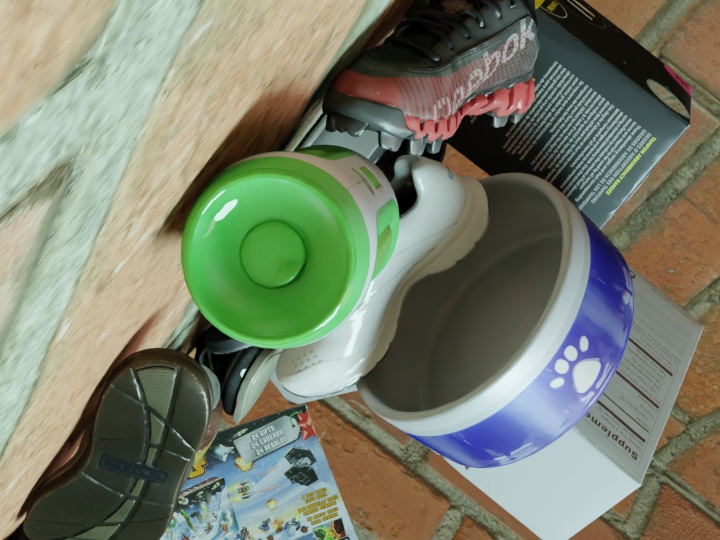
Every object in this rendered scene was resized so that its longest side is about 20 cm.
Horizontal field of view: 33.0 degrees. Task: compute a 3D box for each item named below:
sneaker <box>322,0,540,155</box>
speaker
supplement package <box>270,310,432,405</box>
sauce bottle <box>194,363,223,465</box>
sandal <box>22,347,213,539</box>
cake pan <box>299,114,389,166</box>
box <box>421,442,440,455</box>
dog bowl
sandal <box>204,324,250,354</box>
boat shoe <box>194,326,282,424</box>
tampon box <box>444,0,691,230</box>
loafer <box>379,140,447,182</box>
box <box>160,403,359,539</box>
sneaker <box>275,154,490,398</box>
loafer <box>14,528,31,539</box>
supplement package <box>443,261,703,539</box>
[{"bbox_3d":[0.046,-0.125,0.693,0.200,0.071,0.098,-26,133,-53],"label":"sneaker"},{"bbox_3d":[-0.028,-0.017,0.587,0.089,0.088,0.200,-52,180,9],"label":"speaker"},{"bbox_3d":[-0.002,0.028,1.053,0.200,0.110,0.114,-18,-155,46],"label":"supplement package"},{"bbox_3d":[-0.138,0.111,0.929,0.066,0.066,0.200,-52,178,-24],"label":"sauce bottle"},{"bbox_3d":[-0.140,0.106,0.720,0.055,0.081,0.200,-86,-160,-49],"label":"sandal"},{"bbox_3d":[-0.014,-0.071,0.817,0.201,0.037,0.200,-53,180,0],"label":"cake pan"},{"bbox_3d":[0.106,0.058,1.000,0.200,0.036,0.144,-51,179,-4],"label":"box"},{"bbox_3d":[0.091,0.034,0.862,0.200,0.079,0.201,-34,-144,29],"label":"dog bowl"},{"bbox_3d":[-0.055,-0.002,0.923,0.075,0.045,0.200,-3,-150,41],"label":"sandal"},{"bbox_3d":[-0.104,0.076,0.969,0.072,0.067,0.200,-58,-175,-8],"label":"boat shoe"},{"bbox_3d":[0.145,-0.144,0.959,0.126,0.200,0.150,-52,180,25],"label":"tampon box"},{"bbox_3d":[0.035,-0.103,1.043,0.200,0.076,0.068,-52,174,-47],"label":"loafer"},{"bbox_3d":[-0.116,0.211,1.055,0.199,0.137,0.040,-15,164,-25],"label":"box"},{"bbox_3d":[0.000,0.000,0.852,0.200,0.087,0.074,-53,-136,5],"label":"sneaker"},{"bbox_3d":[-0.212,0.204,0.807,0.072,0.073,0.200,-43,174,21],"label":"loafer"},{"bbox_3d":[0.173,0.095,0.970,0.117,0.117,0.200,-51,180,45],"label":"supplement package"}]
